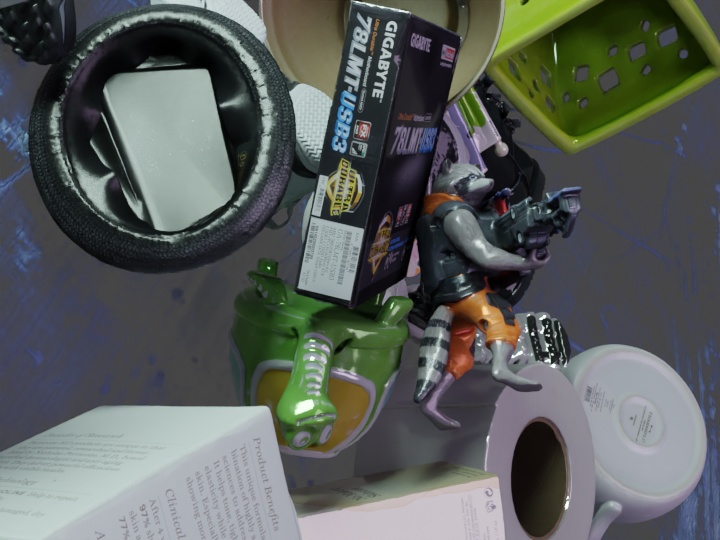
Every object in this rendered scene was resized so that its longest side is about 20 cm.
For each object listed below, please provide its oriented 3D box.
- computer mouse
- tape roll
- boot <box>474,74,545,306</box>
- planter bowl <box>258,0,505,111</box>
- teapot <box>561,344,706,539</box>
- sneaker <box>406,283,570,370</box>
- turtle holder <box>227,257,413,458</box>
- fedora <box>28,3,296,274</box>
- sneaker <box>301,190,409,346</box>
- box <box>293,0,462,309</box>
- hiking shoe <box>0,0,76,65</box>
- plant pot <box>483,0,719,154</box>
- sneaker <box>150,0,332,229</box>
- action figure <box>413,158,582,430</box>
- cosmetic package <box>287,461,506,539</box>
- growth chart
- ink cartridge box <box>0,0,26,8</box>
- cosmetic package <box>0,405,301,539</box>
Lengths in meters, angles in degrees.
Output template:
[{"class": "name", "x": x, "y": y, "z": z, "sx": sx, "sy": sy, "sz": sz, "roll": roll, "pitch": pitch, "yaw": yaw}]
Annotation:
[{"class": "computer mouse", "x": 0.070, "y": -0.049, "z": 1.158, "sx": 0.044, "sy": 0.110, "sz": 0.201, "roll": 2, "pitch": 89, "yaw": -9}, {"class": "tape roll", "x": 0.106, "y": 0.185, "z": 1.203, "sx": 0.202, "sy": 0.139, "sz": 0.204, "roll": 9, "pitch": 78, "yaw": -52}, {"class": "boot", "x": 0.113, "y": -0.080, "z": 1.300, "sx": 0.162, "sy": 0.073, "sz": 0.199, "roll": 46, "pitch": 48, "yaw": -41}, {"class": "planter bowl", "x": 0.027, "y": -0.219, "z": 1.122, "sx": 0.135, "sy": 0.199, "sz": 0.202, "roll": -27, "pitch": 109, "yaw": -78}, {"class": "teapot", "x": 0.256, "y": 0.186, "z": 1.413, "sx": 0.199, "sy": 0.146, "sz": 0.198, "roll": -16, "pitch": 73, "yaw": -32}, {"class": "sneaker", "x": 0.104, "y": 0.069, "z": 1.268, "sx": 0.199, "sy": 0.081, "sz": 0.076, "roll": 19, "pitch": 54, "yaw": -29}, {"class": "turtle holder", "x": -0.027, "y": 0.073, "z": 1.007, "sx": 0.140, "sy": 0.185, "sz": 0.133, "roll": 7, "pitch": 99, "yaw": -30}, {"class": "fedora", "x": -0.133, "y": -0.081, "z": 0.931, "sx": 0.092, "sy": 0.199, "sz": 0.202, "roll": 90, "pitch": 11, "yaw": -68}, {"class": "sneaker", "x": 0.000, "y": 0.000, "z": 1.154, "sx": 0.100, "sy": 0.074, "sz": 0.201, "roll": -7, "pitch": 96, "yaw": -67}, {"class": "box", "x": 0.016, "y": -0.084, "z": 0.966, "sx": 0.200, "sy": 0.049, "sz": 0.200, "roll": -21, "pitch": 125, "yaw": -76}, {"class": "hiking shoe", "x": -0.207, "y": -0.237, "z": 0.881, "sx": 0.087, "sy": 0.074, "sz": 0.201, "roll": -16, "pitch": 99, "yaw": -52}, {"class": "plant pot", "x": 0.230, "y": -0.270, "z": 1.364, "sx": 0.199, "sy": 0.199, "sz": 0.182, "roll": 35, "pitch": 35, "yaw": -46}, {"class": "sneaker", "x": -0.101, "y": -0.123, "z": 1.017, "sx": 0.200, "sy": 0.115, "sz": 0.075, "roll": 46, "pitch": 41, "yaw": 6}, {"class": "action figure", "x": 0.087, "y": 0.002, "z": 0.998, "sx": 0.104, "sy": 0.200, "sz": 0.195, "roll": 3, "pitch": 67, "yaw": -17}, {"class": "cosmetic package", "x": 0.001, "y": 0.201, "z": 1.021, "sx": 0.199, "sy": 0.103, "sz": 0.074, "roll": -6, "pitch": 91, "yaw": -25}, {"class": "growth chart", "x": 0.054, "y": -0.090, "z": 1.211, "sx": 0.200, "sy": 0.018, "sz": 0.145, "roll": -48, "pitch": 116, "yaw": -20}, {"class": "ink cartridge box", "x": -0.253, "y": -0.202, "z": 0.708, "sx": 0.145, "sy": 0.199, "sz": 0.084, "roll": 33, "pitch": 61, "yaw": -47}, {"class": "cosmetic package", "x": -0.157, "y": 0.193, "z": 0.823, "sx": 0.200, "sy": 0.166, "sz": 0.168, "roll": -24, "pitch": 106, "yaw": -51}]
